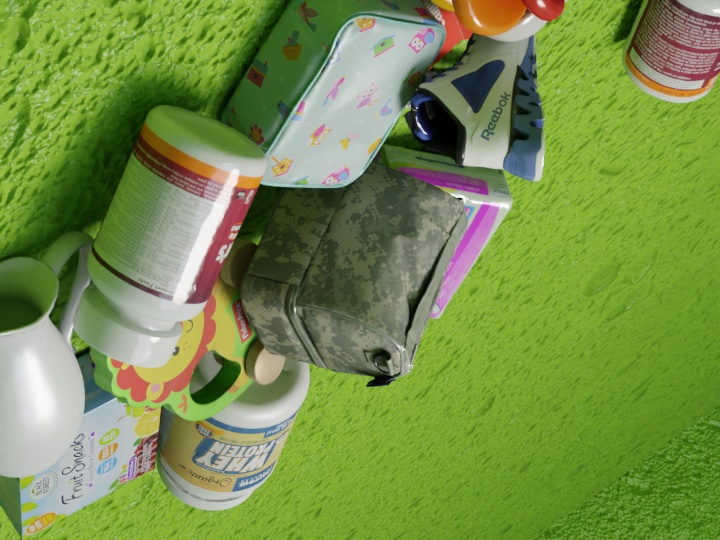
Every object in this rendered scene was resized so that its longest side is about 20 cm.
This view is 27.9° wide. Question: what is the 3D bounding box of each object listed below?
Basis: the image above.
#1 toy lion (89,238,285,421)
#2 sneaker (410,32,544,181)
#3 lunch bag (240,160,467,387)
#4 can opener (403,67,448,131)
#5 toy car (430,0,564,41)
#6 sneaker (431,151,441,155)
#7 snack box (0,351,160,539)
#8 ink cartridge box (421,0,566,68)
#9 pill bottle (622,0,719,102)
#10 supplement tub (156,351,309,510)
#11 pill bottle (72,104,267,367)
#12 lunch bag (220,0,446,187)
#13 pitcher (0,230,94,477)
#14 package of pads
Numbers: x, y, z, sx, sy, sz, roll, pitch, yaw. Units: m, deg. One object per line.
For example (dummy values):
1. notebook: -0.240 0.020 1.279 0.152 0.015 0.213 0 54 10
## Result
1. toy lion: -0.170 0.065 1.381 0.191 0.068 0.201 -41 137 -32
2. sneaker: 0.099 -0.166 1.297 0.114 0.201 0.081 0 142 -4
3. lunch bag: 0.000 0.000 1.390 0.201 0.166 0.140 -64 150 -29
4. can opener: 0.091 -0.163 1.437 0.053 0.067 0.199 -28 172 33
5. toy car: 0.144 -0.278 1.194 0.200 0.150 0.175 -43 130 7
6. sneaker: 0.116 -0.114 1.609 0.077 0.075 0.201 -67 173 -46
7. snack box: -0.291 0.171 1.488 0.168 0.068 0.201 -27 152 -28
8. ink cartridge box: 0.120 -0.261 1.361 0.200 0.050 0.162 -42 156 -2
9. pill bottle: 0.369 -0.291 1.593 0.114 0.114 0.201 -27 154 -27
10. supplement tub: -0.145 0.156 1.577 0.144 0.145 0.201 -22 150 -35
11. pill bottle: -0.164 -0.027 1.221 0.109 0.109 0.201 2 118 -56
12. lunch bag: -0.023 -0.163 1.281 0.160 0.077 0.201 -6 140 -48
13. pitcher: -0.289 0.073 1.281 0.171 0.121 0.201 -41 150 -38
14. package of pads: 0.051 -0.037 1.562 0.153 0.069 0.201 9 133 -23
